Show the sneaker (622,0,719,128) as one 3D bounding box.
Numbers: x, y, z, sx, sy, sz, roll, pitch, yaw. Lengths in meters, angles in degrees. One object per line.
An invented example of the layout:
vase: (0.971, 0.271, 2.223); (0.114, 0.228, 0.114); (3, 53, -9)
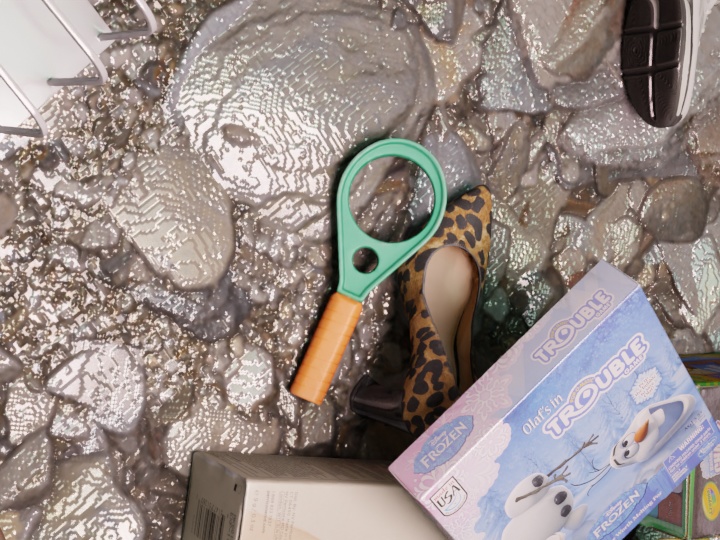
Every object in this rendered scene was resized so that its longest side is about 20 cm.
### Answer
sneaker: (0.276, -0.214, 1.203); (0.115, 0.076, 0.202); (0, 92, -28)

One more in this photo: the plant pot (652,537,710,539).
plant pot: (0.233, 0.286, 1.177); (0.199, 0.200, 0.143); (2, 74, -30)

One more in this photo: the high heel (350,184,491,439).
high heel: (0.076, 0.030, 1.072); (0.071, 0.142, 0.201); (31, 79, -27)

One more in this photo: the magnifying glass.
magnifying glass: (0.000, 0.000, 1.083); (0.079, 0.022, 0.201); (24, 90, -2)

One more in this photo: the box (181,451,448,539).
box: (-0.016, 0.178, 1.063); (0.199, 0.095, 0.078); (7, 92, -29)

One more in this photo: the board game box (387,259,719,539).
board game box: (0.141, 0.125, 1.031); (0.200, 0.043, 0.199); (-44, 133, -5)

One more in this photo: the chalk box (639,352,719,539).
chalk box: (0.263, 0.138, 1.204); (0.199, 0.124, 0.125); (0, 96, -29)

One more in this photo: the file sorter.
file sorter: (-0.239, -0.131, 0.885); (0.200, 0.124, 0.139); (-46, 115, -19)

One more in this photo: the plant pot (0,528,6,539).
plant pot: (-0.313, 0.206, 0.846); (0.197, 0.200, 0.202); (7, 91, -37)
